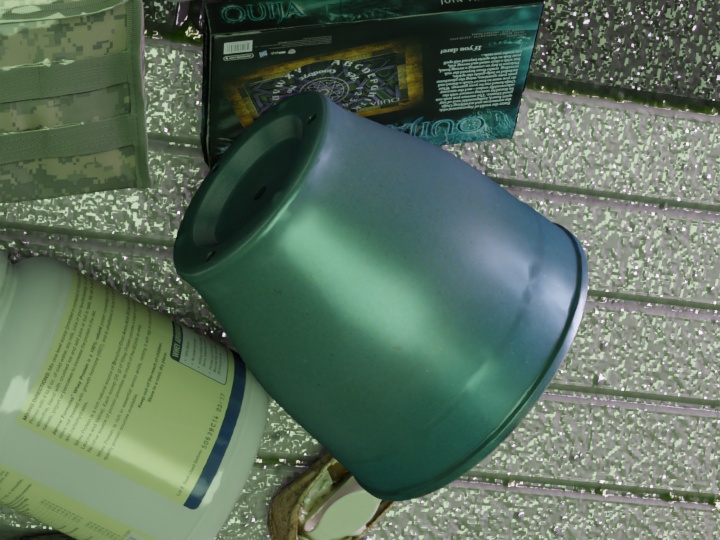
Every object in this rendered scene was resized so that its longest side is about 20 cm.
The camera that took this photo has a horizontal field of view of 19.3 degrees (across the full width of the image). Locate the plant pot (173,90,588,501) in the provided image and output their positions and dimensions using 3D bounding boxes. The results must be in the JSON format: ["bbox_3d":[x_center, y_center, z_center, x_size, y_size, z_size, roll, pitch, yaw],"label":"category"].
[{"bbox_3d":[0.000,0.000,1.252,0.188,0.200,0.200,40,95,-23],"label":"plant pot"}]

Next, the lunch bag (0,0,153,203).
[{"bbox_3d":[-0.195,-0.140,1.105,0.163,0.118,0.201,-7,125,-11],"label":"lunch bag"}]

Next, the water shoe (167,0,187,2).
[{"bbox_3d":[-0.062,-0.191,1.195,0.078,0.200,0.072,-4,96,18],"label":"water shoe"}]

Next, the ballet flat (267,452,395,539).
[{"bbox_3d":[0.023,0.119,1.370,0.070,0.065,0.200,41,94,-19],"label":"ballet flat"}]

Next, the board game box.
[{"bbox_3d":[0.004,-0.118,1.277,0.198,0.028,0.136,-6,148,-10],"label":"board game box"}]

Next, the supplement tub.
[{"bbox_3d":[-0.171,0.081,1.276,0.199,0.145,0.146,28,98,-18],"label":"supplement tub"}]

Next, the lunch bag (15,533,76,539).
[{"bbox_3d":[-0.213,0.281,1.313,0.138,0.168,0.202,-11,107,-9],"label":"lunch bag"}]
